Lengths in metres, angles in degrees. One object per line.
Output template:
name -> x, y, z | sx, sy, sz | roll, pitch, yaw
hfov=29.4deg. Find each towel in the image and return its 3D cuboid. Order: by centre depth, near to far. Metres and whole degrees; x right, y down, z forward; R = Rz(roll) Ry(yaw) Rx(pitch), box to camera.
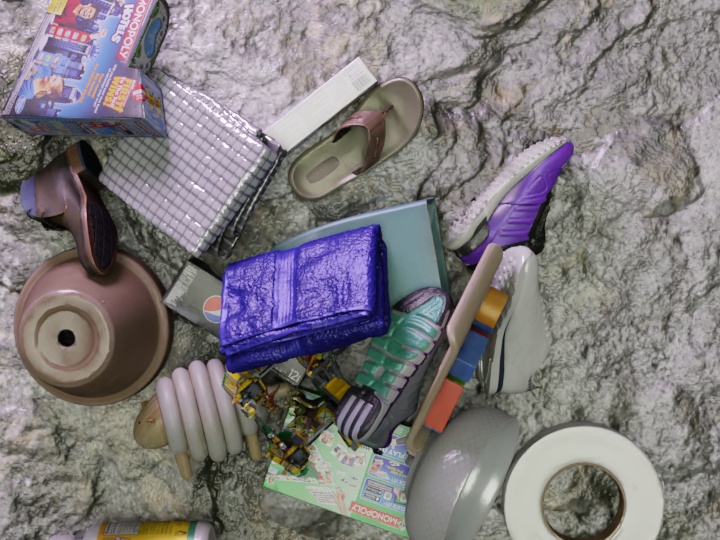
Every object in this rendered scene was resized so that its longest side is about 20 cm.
towel -> -0.066, 0.028, 1.550 | 0.199, 0.050, 0.148 | -15, 56, 16
towel -> -0.198, -0.123, 1.651 | 0.200, 0.086, 0.166 | 35, 93, 25

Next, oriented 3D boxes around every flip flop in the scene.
flip flop -> -0.005, -0.158, 1.682 | 0.200, 0.058, 0.081 | -36, 92, 3

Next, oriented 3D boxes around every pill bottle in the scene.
pill bottle -> -0.282, 0.367, 1.692 | 0.199, 0.113, 0.113 | -1, 93, 1

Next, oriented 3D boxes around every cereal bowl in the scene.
cereal bowl -> 0.110, 0.249, 1.644 | 0.083, 0.200, 0.201 | 24, 94, 21

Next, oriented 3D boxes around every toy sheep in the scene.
toy sheep -> -0.180, 0.172, 1.674 | 0.199, 0.138, 0.139 | -16, 93, -12

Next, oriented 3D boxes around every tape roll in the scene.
tape roll -> 0.278, 0.289, 1.713 | 0.202, 0.037, 0.204 | 0, 93, 1

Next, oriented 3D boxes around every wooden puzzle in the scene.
wooden puzzle -> 0.120, 0.095, 1.593 | 0.046, 0.185, 0.201 | 23, 131, 8

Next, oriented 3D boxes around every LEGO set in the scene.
LEGO set -> -0.058, 0.164, 1.604 | 0.153, 0.116, 0.201 | -35, 130, -18

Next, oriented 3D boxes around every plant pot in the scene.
plant pot -> -0.334, 0.074, 1.646 | 0.199, 0.175, 0.201 | 0, 95, 2
plant pot -> 0.000, 0.000, 1.656 | 0.199, 0.141, 0.142 | -10, 93, 8

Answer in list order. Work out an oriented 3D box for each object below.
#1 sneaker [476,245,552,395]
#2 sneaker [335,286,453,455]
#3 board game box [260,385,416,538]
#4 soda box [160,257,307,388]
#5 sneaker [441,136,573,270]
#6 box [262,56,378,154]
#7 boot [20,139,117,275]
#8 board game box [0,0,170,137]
sneaker -> 0.195, 0.060, 1.669 | 0.080, 0.077, 0.201 | 1, 120, -12
sneaker -> 0.048, 0.114, 1.570 | 0.074, 0.088, 0.200 | 30, 82, 38
board game box -> -0.009, 0.239, 1.720 | 0.199, 0.029, 0.135 | 20, 94, 0
soda box -> -0.142, 0.063, 1.691 | 0.199, 0.071, 0.063 | 33, 95, -1
sneaker -> 0.200, -0.072, 1.683 | 0.200, 0.070, 0.100 | -45, 102, 3
box -> -0.067, -0.186, 1.691 | 0.200, 0.039, 0.042 | -39, 90, 3
boot -> -0.354, -0.059, 1.660 | 0.097, 0.075, 0.201 | -25, 51, 12
board game box -> -0.303, -0.240, 1.644 | 0.199, 0.062, 0.201 | 19, 81, 25
